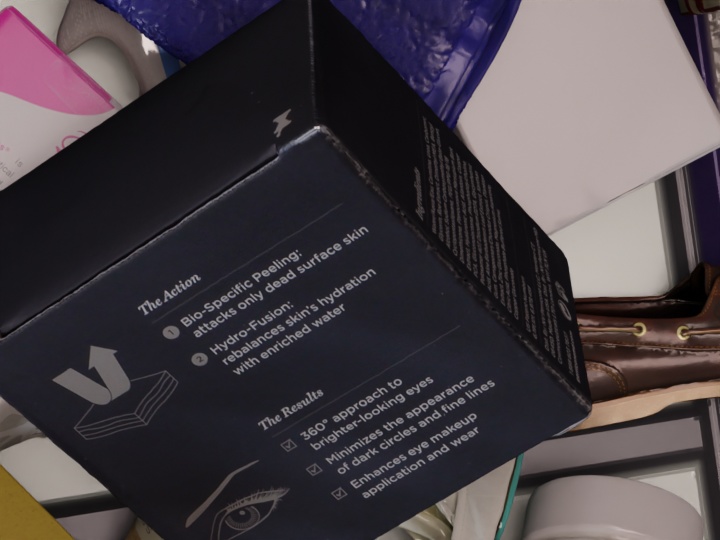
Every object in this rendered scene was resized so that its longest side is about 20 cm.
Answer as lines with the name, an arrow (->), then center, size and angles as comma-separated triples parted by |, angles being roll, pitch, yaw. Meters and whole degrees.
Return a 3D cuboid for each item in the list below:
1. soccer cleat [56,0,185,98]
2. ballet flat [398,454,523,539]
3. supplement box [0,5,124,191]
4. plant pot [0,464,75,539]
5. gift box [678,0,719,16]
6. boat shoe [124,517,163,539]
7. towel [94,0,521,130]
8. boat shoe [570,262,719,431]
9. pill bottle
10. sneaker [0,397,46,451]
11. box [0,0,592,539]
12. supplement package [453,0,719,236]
soccer cleat -> -0.060, -0.084, 1.414 | 0.200, 0.070, 0.086 | 38, 99, -5
ballet flat -> 0.037, 0.137, 1.386 | 0.069, 0.069, 0.201 | 17, 57, -9
supplement box -> -0.198, -0.016, 1.364 | 0.101, 0.103, 0.200 | 43, 84, -6
plant pot -> -0.200, 0.198, 1.308 | 0.200, 0.200, 0.176 | 44, 63, 8
gift box -> 0.230, -0.238, 1.406 | 0.199, 0.185, 0.188 | -16, 94, -4
boat shoe -> -0.031, 0.174, 1.411 | 0.200, 0.074, 0.066 | 43, 112, -10
towel -> -0.024, -0.145, 1.323 | 0.200, 0.050, 0.148 | 33, 106, 9
boat shoe -> 0.176, 0.031, 1.445 | 0.199, 0.070, 0.071 | -9, 95, -10
pill bottle -> 0.110, 0.207, 1.385 | 0.114, 0.114, 0.201 | 16, 62, -9
sneaker -> -0.115, 0.061, 1.390 | 0.200, 0.076, 0.115 | -41, 94, -11
box -> -0.035, 0.016, 1.270 | 0.196, 0.118, 0.200 | -32, 123, 21
supplement package -> 0.072, -0.122, 1.403 | 0.121, 0.120, 0.201 | -26, 93, -9
